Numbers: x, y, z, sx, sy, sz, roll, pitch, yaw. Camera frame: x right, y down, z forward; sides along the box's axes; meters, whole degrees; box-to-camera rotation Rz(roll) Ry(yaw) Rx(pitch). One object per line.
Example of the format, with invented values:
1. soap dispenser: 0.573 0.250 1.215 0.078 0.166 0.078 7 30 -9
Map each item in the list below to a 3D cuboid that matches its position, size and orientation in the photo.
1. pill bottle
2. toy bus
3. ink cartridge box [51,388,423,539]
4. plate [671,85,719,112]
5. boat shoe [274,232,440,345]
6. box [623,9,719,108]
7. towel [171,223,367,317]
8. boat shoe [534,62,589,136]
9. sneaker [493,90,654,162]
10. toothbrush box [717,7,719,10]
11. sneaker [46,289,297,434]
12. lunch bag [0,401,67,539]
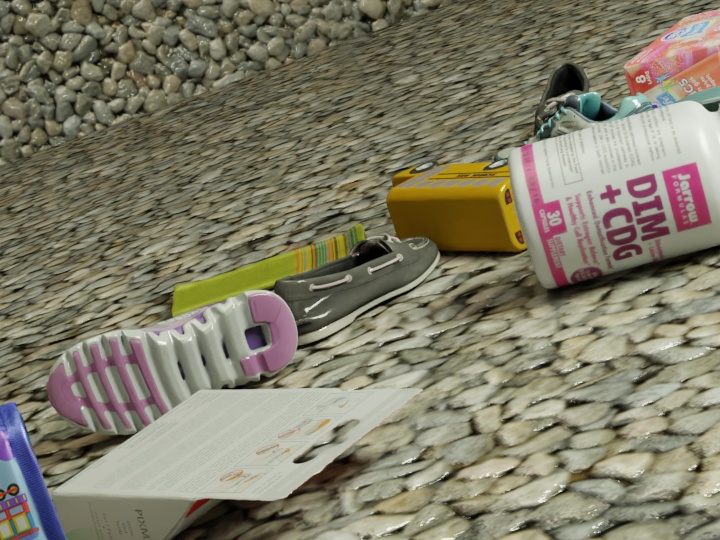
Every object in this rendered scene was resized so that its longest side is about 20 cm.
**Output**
1. pill bottle: 0.221 -0.064 1.293 0.199 0.114 0.113 -16 14 11
2. toy bus: 0.092 -0.057 1.536 0.078 0.065 0.199 -29 18 -33
3. ink cartridge box: -0.075 0.127 1.085 0.199 0.050 0.161 -2 20 37
4. plate: 0.316 -0.123 1.387 0.199 0.026 0.200 -5 -13 -1
5. boat shoe: 0.000 0.000 1.444 0.067 0.057 0.200 -5 19 42
6. box: 0.347 -0.194 1.677 0.102 0.095 0.200 -10 16 33
7. towel: -0.087 0.001 1.638 0.199 0.018 0.086 -18 13 0
8. boat shoe: 0.217 -0.179 1.829 0.066 0.057 0.200 -14 14 14
9. sneaker: 0.208 -0.128 1.616 0.199 0.087 0.077 -4 18 43
10. toothbrush box: 0.473 -0.269 1.826 0.146 0.086 0.200 -11 16 30
11. sneaker: -0.151 0.072 1.336 0.199 0.081 0.088 -17 6 -18
12. lunch bag: -0.194 0.165 0.752 0.150 0.201 0.094 -21 14 -14
